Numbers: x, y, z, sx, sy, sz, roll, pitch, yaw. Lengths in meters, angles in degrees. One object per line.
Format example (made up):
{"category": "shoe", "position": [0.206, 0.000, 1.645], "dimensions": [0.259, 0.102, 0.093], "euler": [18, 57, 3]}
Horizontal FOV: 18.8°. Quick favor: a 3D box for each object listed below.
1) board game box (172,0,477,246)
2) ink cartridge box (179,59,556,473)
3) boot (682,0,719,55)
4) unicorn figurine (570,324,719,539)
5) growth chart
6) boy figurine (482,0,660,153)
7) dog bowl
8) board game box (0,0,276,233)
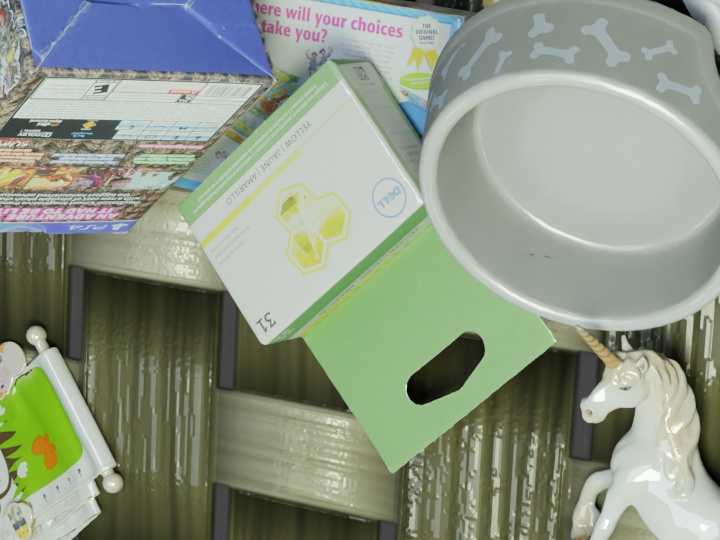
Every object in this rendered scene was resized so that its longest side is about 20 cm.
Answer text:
{"category": "board game box", "position": [-0.024, -0.100, 1.302], "dimensions": [0.200, 0.034, 0.135], "euler": [14, 104, 31]}
{"category": "ink cartridge box", "position": [0.000, 0.000, 1.253], "dimensions": [0.145, 0.048, 0.200], "euler": [-41, 72, 30]}
{"category": "boot", "position": [0.204, -0.194, 1.118], "dimensions": [0.095, 0.073, 0.200], "euler": [-31, 78, 39]}
{"category": "unicorn figurine", "position": [0.165, 0.130, 1.198], "dimensions": [0.200, 0.074, 0.137], "euler": [39, 116, 4]}
{"category": "growth chart", "position": [-0.243, 0.144, 1.487], "dimensions": [0.200, 0.018, 0.145], "euler": [-46, 71, 28]}
{"category": "boy figurine", "position": [0.112, -0.168, 1.189], "dimensions": [0.124, 0.064, 0.200], "euler": [-36, 80, 34]}
{"category": "dog bowl", "position": [0.121, -0.050, 1.139], "dimensions": [0.199, 0.059, 0.200], "euler": [13, 136, 13]}
{"category": "board game box", "position": [-0.173, -0.107, 1.284], "dimensions": [0.200, 0.159, 0.097], "euler": [-39, 60, 47]}
